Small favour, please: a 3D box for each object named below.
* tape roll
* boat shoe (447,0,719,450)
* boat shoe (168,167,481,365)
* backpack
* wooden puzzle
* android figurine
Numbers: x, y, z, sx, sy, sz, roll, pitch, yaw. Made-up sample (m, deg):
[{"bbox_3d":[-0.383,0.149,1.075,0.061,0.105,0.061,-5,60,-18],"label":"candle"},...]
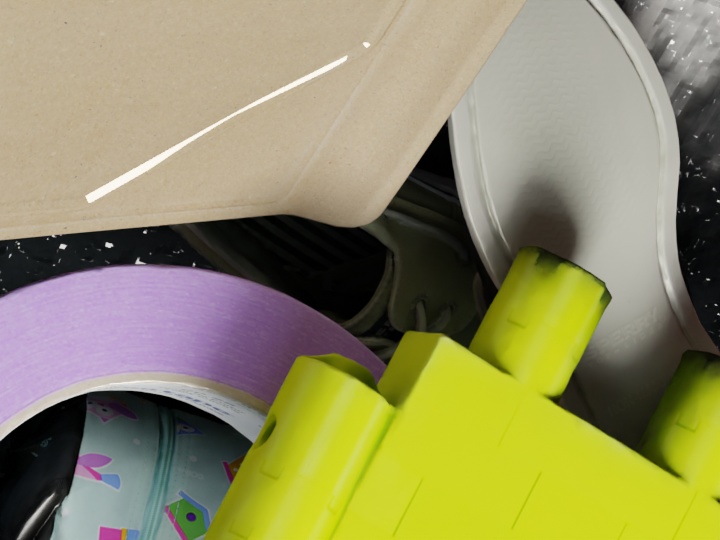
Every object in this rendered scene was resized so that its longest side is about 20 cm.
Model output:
[{"bbox_3d":[-0.067,0.100,0.829,0.199,0.066,0.201,1,87,-14],"label":"tape roll"},{"bbox_3d":[0.068,-0.001,0.861,0.074,0.060,0.201,-27,102,-15],"label":"boat shoe"},{"bbox_3d":[0.000,0.000,0.882,0.200,0.062,0.072,33,122,-28],"label":"boat shoe"},{"bbox_3d":[-0.092,0.133,0.942,0.126,0.167,0.201,19,112,-18],"label":"backpack"},{"bbox_3d":[-0.050,-0.074,0.719,0.199,0.037,0.185,-1,142,-33],"label":"wooden puzzle"},{"bbox_3d":[0.038,0.101,0.801,0.182,0.041,0.201,33,79,-17],"label":"android figurine"}]
